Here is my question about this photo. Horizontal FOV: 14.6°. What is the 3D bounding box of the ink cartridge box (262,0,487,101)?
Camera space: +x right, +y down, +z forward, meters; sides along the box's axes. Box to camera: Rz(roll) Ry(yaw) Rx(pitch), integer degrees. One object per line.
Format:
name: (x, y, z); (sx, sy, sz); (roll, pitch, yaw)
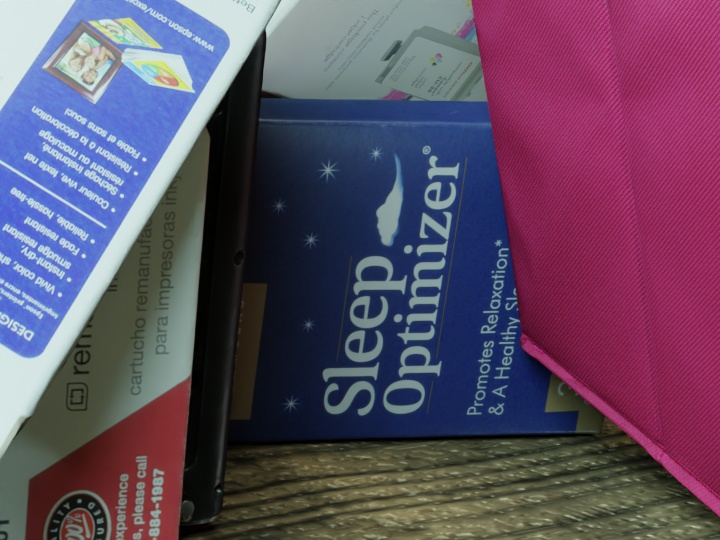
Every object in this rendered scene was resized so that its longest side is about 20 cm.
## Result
ink cartridge box: (-0.001, -0.111, 1.038); (0.117, 0.068, 0.200); (51, 20, 28)

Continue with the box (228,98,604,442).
box: (0.000, 0.000, 0.978); (0.199, 0.121, 0.032); (0, 22, -20)

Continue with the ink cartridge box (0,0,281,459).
ink cartridge box: (-0.095, -0.033, 0.673); (0.099, 0.039, 0.200); (32, 49, -4)

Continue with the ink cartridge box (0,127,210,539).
ink cartridge box: (-0.150, 0.023, 0.733); (0.199, 0.145, 0.084); (-1, 14, -26)

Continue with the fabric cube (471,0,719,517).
fabric cube: (0.165, -0.052, 0.893); (0.196, 0.200, 0.200); (-20, 31, -20)

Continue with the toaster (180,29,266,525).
toaster: (-0.132, -0.023, 0.846); (0.180, 0.201, 0.119); (-2, 16, -26)

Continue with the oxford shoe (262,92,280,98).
oxford shoe: (-0.068, -0.069, 1.084); (0.075, 0.071, 0.200); (-31, 25, -5)
